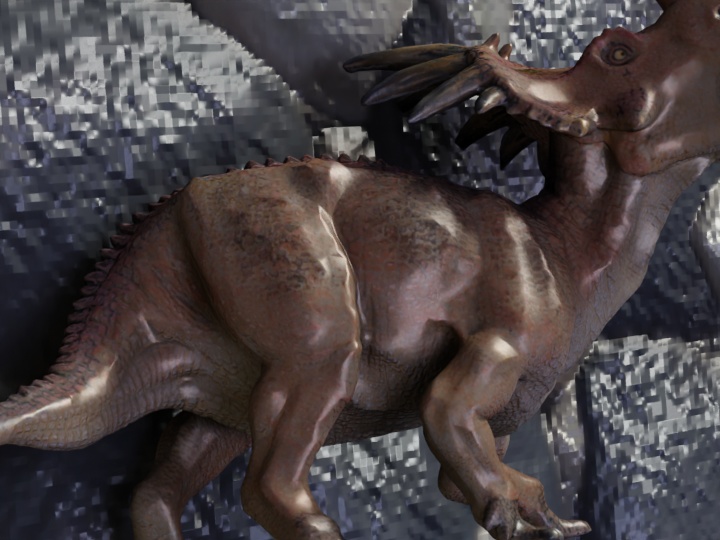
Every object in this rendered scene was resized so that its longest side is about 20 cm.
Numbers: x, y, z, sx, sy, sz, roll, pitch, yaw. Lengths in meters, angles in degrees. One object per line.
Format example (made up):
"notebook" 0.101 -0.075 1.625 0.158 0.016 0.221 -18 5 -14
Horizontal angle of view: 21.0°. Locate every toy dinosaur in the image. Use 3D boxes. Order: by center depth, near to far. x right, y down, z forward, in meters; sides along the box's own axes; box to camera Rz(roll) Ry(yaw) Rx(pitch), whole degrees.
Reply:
"toy dinosaur" 0.000 0.000 0.452 0.198 0.086 0.137 -5 82 -20
